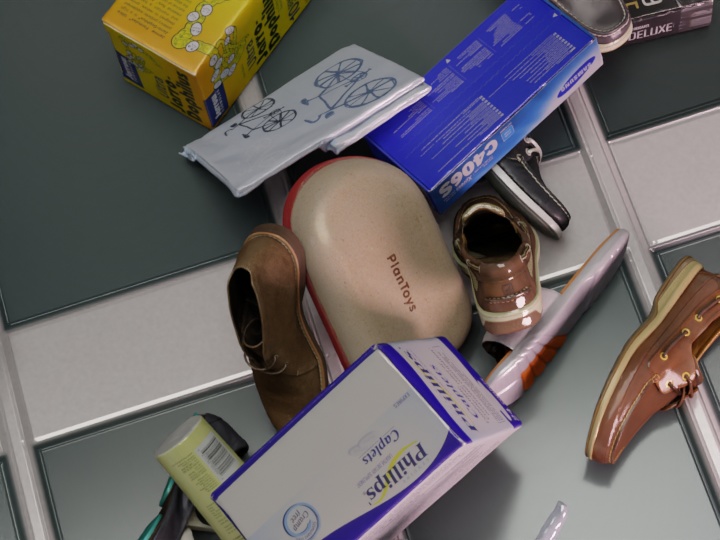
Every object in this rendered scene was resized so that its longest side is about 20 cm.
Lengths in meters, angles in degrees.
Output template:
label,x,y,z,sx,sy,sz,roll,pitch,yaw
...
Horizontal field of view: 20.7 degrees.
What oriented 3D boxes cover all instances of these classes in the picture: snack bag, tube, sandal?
label,x,y,z,sx,sy,sz,roll,pitch,yaw
snack bag,-0.052,-0.131,1.744,0.199,0.021,0.189,-32,24,-9
tube,-0.088,0.209,1.615,0.058,0.052,0.200,-35,102,26
sandal,0.153,0.033,1.690,0.059,0.079,0.207,34,65,19

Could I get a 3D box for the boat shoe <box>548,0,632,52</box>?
label,x,y,z,sx,sy,sz,roll,pitch,yaw
boat shoe,0.169,-0.279,1.768,0.072,0.065,0.200,-34,68,-10

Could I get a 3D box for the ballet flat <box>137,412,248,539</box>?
label,x,y,z,sx,sy,sz,roll,pitch,yaw
ballet flat,-0.149,0.213,1.641,0.073,0.073,0.201,20,63,13

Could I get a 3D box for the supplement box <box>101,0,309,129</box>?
label,x,y,z,sx,sy,sz,roll,pitch,yaw
supplement box,-0.130,-0.253,1.815,0.109,0.109,0.200,30,73,17

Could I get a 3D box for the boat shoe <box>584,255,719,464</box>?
label,x,y,z,sx,sy,sz,roll,pitch,yaw
boat shoe,0.256,0.081,1.658,0.067,0.072,0.201,28,70,18

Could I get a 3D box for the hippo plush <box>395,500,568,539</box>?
label,x,y,z,sx,sy,sz,roll,pitch,yaw
hippo plush,0.074,0.293,1.530,0.160,0.201,0.160,6,45,16

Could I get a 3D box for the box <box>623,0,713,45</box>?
label,x,y,z,sx,sy,sz,roll,pitch,yaw
box,0.226,-0.304,1.837,0.157,0.050,0.201,-13,66,1

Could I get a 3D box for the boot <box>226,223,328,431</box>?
label,x,y,z,sx,sy,sz,roll,pitch,yaw
boot,-0.077,0.066,1.633,0.073,0.201,0.076,5,33,23

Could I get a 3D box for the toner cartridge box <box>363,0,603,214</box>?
label,x,y,z,sx,sy,sz,roll,pitch,yaw
toner cartridge box,0.107,-0.150,1.713,0.200,0.043,0.095,-42,59,-7

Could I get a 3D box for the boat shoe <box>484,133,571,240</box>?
label,x,y,z,sx,sy,sz,roll,pitch,yaw
boat shoe,0.124,-0.110,1.750,0.060,0.076,0.200,-41,70,-6

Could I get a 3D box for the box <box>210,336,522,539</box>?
label,x,y,z,sx,sy,sz,roll,pitch,yaw
box,0.009,0.148,1.547,0.184,0.200,0.105,-43,79,12

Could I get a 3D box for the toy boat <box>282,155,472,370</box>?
label,x,y,z,sx,sy,sz,roll,pitch,yaw
toy boat,0.000,0.000,1.692,0.130,0.130,0.201,-31,106,-26

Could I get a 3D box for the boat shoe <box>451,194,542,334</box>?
label,x,y,z,sx,sy,sz,roll,pitch,yaw
boat shoe,0.115,-0.027,1.662,0.074,0.075,0.203,-17,27,0
